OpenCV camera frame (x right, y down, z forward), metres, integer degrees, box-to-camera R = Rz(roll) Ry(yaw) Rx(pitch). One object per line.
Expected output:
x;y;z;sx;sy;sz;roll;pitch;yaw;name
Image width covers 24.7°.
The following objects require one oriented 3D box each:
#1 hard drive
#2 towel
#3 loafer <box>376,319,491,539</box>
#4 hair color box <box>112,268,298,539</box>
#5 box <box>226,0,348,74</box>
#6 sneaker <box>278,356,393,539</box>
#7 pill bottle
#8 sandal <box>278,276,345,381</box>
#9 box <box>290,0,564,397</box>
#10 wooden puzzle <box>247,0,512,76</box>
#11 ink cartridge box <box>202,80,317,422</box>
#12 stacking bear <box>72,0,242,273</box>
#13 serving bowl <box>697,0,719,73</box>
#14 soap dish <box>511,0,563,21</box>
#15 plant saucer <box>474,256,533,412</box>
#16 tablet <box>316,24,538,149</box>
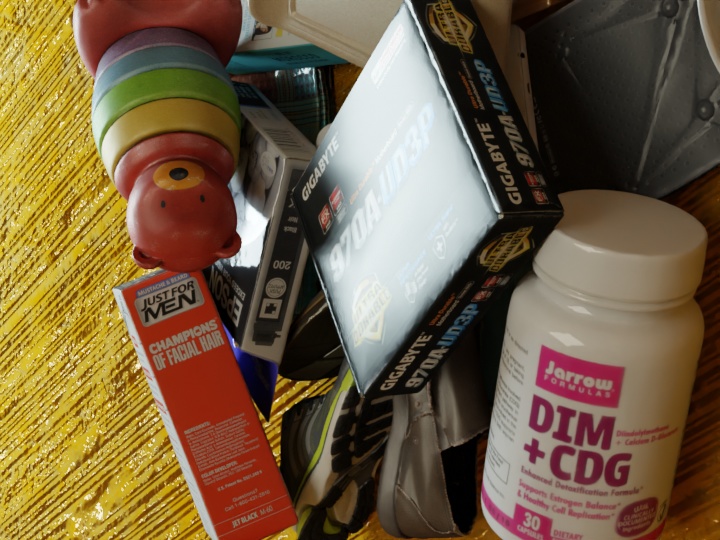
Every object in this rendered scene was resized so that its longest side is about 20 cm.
0.149;-0.096;0.998;0.200;0.042;0.135;-28;72;41;hard drive
-0.067;-0.058;1.277;0.147;0.022;0.200;-5;89;49;towel
0.063;0.086;1.085;0.071;0.073;0.200;14;106;34;loafer
-0.114;0.095;1.191;0.111;0.064;0.200;-178;66;-79;hair color box
-0.045;-0.195;1.209;0.200;0.049;0.082;3;82;49;box
-0.021;0.112;1.191;0.081;0.074;0.200;50;131;36;sneaker
0.137;0.062;0.959;0.113;0.113;0.200;31;125;43;pill bottle
0.000;0.000;1.165;0.200;0.082;0.055;-64;32;31;sandal
0.032;-0.041;0.982;0.200;0.046;0.159;-55;46;48;box
0.012;-0.208;1.006;0.200;0.037;0.185;27;132;31;wooden puzzle
-0.089;-0.020;1.216;0.198;0.043;0.200;-132;52;-60;ink cartridge box
-0.132;-0.088;1.146;0.114;0.121;0.200;103;160;-52;stacking bear
0.263;-0.154;0.798;0.066;0.200;0.200;-76;9;-62;serving bowl
0.063;-0.245;1.067;0.157;0.081;0.200;-15;81;48;soap dish
0.089;-0.002;1.105;0.070;0.019;0.200;7;97;48;plant saucer
0.038;-0.065;1.062;0.200;0.014;0.130;-23;64;45;tablet
